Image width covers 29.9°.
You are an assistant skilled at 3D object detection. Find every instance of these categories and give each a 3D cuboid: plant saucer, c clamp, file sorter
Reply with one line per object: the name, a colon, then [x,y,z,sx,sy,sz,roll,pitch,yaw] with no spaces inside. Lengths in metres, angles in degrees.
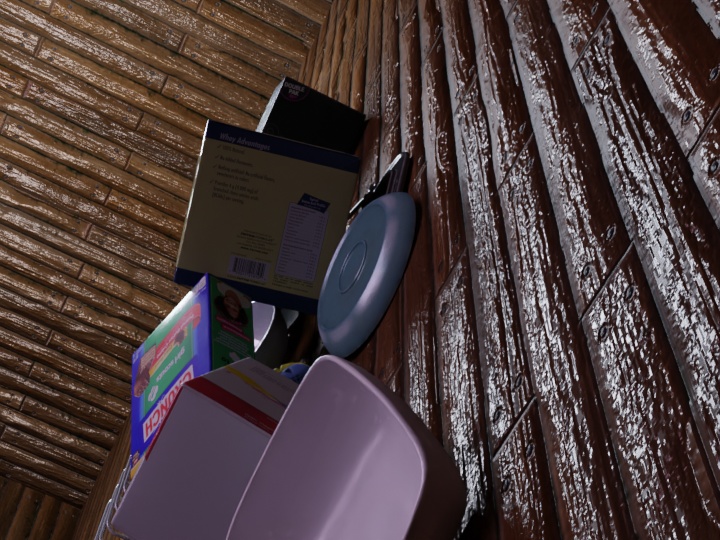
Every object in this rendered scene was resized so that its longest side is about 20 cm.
plant saucer: [0.000,0.000,1.518,0.201,0.027,0.201,-54,22,34]
c clamp: [0.015,-0.060,1.661,0.171,0.027,0.201,-52,15,34]
file sorter: [-0.312,0.358,2.029,0.140,0.123,0.201,-78,14,-47]

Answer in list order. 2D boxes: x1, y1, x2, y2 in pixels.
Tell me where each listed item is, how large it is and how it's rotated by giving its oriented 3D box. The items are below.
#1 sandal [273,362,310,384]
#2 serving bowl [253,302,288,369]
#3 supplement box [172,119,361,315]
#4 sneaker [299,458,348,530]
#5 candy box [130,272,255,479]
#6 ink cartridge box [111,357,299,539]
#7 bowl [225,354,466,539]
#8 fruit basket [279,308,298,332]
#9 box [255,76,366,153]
sandal: [-0.100,0.201,1.550,0.086,0.079,0.202,14,71,45]
serving bowl: [-0.162,0.131,1.725,0.199,0.066,0.201,-38,20,16]
supplement box: [-0.118,-0.066,1.694,0.134,0.197,0.203,-149,72,-83]
sneaker: [-0.026,0.211,1.119,0.201,0.074,0.082,-61,12,23]
candy box: [-0.196,0.134,1.576,0.169,0.077,0.201,-45,34,28]
ink cartridge box: [-0.101,0.183,1.220,0.147,0.143,0.200,-63,-9,9]
bowl: [-0.004,0.183,0.976,0.202,0.074,0.200,-63,32,11]
fruit basket: [-0.142,0.111,1.939,0.200,0.094,0.186,-47,15,12]
box: [-0.102,-0.180,2.138,0.202,0.147,0.124,-66,10,-6]
